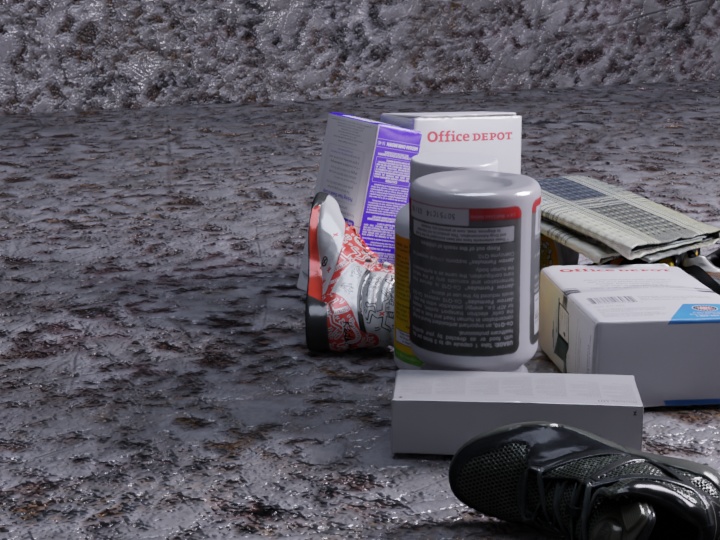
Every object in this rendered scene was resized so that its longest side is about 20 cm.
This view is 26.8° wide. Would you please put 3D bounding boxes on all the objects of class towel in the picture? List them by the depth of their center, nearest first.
[{"bbox_3d":[0.254,-0.053,1.597,0.199,0.035,0.192,26,23,37],"label":"towel"}]

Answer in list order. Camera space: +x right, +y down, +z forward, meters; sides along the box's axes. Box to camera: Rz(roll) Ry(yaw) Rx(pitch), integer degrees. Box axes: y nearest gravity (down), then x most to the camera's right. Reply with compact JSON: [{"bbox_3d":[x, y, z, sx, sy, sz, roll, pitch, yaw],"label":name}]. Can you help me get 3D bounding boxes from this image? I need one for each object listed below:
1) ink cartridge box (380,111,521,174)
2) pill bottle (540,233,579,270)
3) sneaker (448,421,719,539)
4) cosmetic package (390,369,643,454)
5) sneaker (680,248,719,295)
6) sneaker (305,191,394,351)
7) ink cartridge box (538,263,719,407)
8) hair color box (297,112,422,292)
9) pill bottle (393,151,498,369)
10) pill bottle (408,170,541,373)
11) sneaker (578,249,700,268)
[{"bbox_3d":[0.100,-0.078,1.699,0.144,0.201,0.084,-4,11,-29],"label":"ink cartridge box"},{"bbox_3d":[0.144,-0.005,1.605,0.112,0.114,0.199,12,17,39],"label":"pill bottle"},{"bbox_3d":[0.146,0.155,1.021,0.198,0.077,0.114,11,10,21],"label":"sneaker"},{"bbox_3d":[0.126,0.118,1.230,0.199,0.051,0.083,1,12,5],"label":"cosmetic package"},{"bbox_3d":[0.425,0.011,1.618,0.199,0.081,0.074,-4,13,-24],"label":"sneaker"},{"bbox_3d":[0.000,0.001,1.541,0.107,0.067,0.202,0,46,1],"label":"sneaker"},{"bbox_3d":[0.259,0.057,1.407,0.145,0.086,0.200,-1,12,-7],"label":"ink cartridge box"},{"bbox_3d":[-0.002,-0.063,1.643,0.065,0.201,0.109,8,8,-32],"label":"hair color box"},{"bbox_3d":[0.087,-0.006,1.419,0.110,0.201,0.111,0,14,0],"label":"pill bottle"},{"bbox_3d":[0.098,0.021,1.309,0.113,0.201,0.114,0,14,0],"label":"pill bottle"},{"bbox_3d":[0.318,0.001,1.628,0.199,0.070,0.090,-18,3,-37],"label":"sneaker"}]
